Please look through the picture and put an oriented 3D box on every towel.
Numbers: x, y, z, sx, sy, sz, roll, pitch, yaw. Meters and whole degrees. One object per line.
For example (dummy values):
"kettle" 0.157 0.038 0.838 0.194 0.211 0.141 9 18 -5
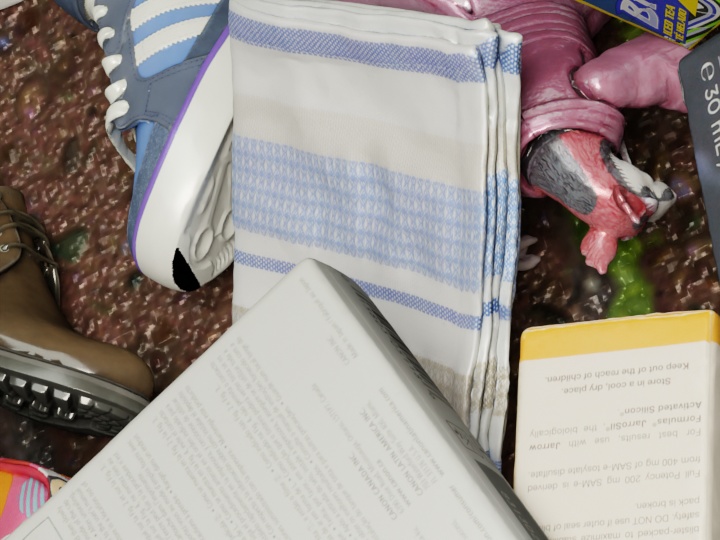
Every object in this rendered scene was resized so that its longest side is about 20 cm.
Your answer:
"towel" 0.000 0.000 1.037 0.146 0.024 0.202 14 109 44

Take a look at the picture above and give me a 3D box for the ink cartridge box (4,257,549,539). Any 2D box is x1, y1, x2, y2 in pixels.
"ink cartridge box" -0.039 0.119 0.927 0.200 0.050 0.162 -44 53 10

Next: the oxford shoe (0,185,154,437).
"oxford shoe" -0.153 0.006 1.156 0.199 0.073 0.085 26 80 32

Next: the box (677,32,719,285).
"box" 0.214 -0.035 0.895 0.200 0.107 0.149 -33 53 40

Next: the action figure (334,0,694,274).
"action figure" 0.064 -0.080 1.042 0.134 0.149 0.200 -38 37 11

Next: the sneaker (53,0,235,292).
"sneaker" -0.095 -0.095 1.154 0.145 0.081 0.201 14 68 18

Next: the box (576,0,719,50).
"box" 0.127 -0.187 1.017 0.064 0.070 0.201 22 66 -14

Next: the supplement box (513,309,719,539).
"supplement box" 0.102 0.130 0.943 0.073 0.126 0.201 -7 65 24

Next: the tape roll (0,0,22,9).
"tape roll" -0.181 -0.216 1.269 0.201 0.071 0.204 -11 63 22

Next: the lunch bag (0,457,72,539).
"lunch bag" -0.141 0.167 1.031 0.176 0.082 0.201 -2 66 62
